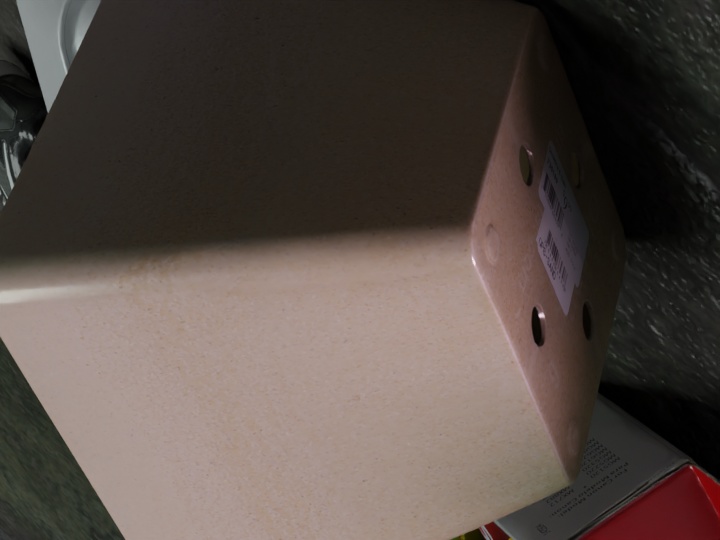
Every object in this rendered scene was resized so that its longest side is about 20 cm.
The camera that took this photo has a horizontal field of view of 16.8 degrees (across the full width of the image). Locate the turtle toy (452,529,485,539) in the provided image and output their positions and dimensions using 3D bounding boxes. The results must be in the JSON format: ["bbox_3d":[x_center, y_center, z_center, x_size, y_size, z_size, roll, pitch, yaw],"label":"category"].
[{"bbox_3d":[0.001,0.116,1.284,0.101,0.145,0.200,65,161,10],"label":"turtle toy"}]

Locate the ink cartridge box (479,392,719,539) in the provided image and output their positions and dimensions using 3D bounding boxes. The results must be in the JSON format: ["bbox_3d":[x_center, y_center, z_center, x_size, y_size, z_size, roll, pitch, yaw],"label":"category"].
[{"bbox_3d":[0.142,0.170,1.080,0.200,0.084,0.176,59,173,-17],"label":"ink cartridge box"}]

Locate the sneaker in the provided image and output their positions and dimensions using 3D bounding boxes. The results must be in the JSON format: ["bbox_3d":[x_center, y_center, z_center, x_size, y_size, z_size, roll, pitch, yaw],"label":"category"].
[{"bbox_3d":[-0.160,-0.028,1.405,0.090,0.066,0.201,21,146,53],"label":"sneaker"}]

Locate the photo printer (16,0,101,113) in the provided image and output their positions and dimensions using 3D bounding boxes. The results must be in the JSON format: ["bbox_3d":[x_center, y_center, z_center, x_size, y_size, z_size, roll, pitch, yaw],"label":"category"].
[{"bbox_3d":[-0.105,-0.067,1.125,0.166,0.069,0.201,-133,27,-70],"label":"photo printer"}]

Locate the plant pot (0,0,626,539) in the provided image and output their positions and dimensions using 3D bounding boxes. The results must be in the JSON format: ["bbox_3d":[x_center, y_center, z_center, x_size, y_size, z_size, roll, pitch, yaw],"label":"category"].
[{"bbox_3d":[-0.004,-0.002,0.955,0.176,0.201,0.200,-4,133,24],"label":"plant pot"}]
